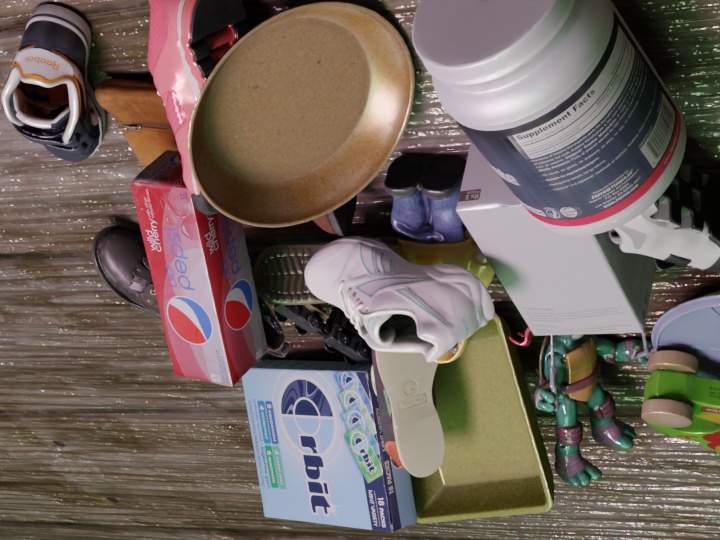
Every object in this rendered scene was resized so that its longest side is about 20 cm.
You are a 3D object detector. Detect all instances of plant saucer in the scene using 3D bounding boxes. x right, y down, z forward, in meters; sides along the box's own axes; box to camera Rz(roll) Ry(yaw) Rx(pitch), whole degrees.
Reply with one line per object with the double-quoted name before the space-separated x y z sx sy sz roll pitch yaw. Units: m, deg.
"plant saucer" 0.109 0.148 1.630 0.048 0.202 0.199 -18 -178 -43
"plant saucer" -0.051 -0.128 1.271 0.198 0.035 0.202 -19 133 -22

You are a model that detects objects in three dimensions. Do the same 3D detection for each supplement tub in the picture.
"supplement tub" 0.138 -0.133 1.164 0.139 0.141 0.200 -8 142 35

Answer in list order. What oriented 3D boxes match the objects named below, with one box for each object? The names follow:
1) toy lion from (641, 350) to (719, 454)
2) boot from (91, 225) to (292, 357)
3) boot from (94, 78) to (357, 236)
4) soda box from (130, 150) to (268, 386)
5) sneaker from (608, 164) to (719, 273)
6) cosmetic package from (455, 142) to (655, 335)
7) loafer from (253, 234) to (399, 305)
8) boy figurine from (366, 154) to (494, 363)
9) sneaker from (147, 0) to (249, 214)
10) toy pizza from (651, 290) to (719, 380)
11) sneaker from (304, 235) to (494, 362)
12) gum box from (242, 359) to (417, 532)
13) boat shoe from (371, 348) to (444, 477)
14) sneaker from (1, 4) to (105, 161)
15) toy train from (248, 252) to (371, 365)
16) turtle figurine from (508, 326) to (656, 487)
"toy lion" 0.370 0.145 1.538 0.198 0.069 0.192 7 159 11
"boot" -0.161 0.016 1.550 0.200 0.069 0.174 41 160 -11
"boot" -0.116 -0.097 1.411 0.198 0.069 0.189 -2 145 29
"soda box" -0.140 -0.001 1.414 0.069 0.063 0.202 8 124 30
"sneaker" 0.252 -0.041 1.305 0.088 0.075 0.199 -15 151 40
"cosmetic package" 0.171 -0.029 1.377 0.112 0.082 0.200 -2 144 26
"loafer" 0.000 0.000 1.516 0.198 0.077 0.068 5 -172 0
"boy figurine" 0.063 -0.007 1.429 0.123 0.065 0.202 6 127 17
"sneaker" -0.130 -0.145 1.303 0.086 0.073 0.202 27 131 39
"toy pizza" 0.368 0.063 1.477 0.198 0.032 0.201 10 152 5
"sneaker" 0.016 0.024 1.384 0.199 0.080 0.071 14 135 42
"gum box" -0.036 0.183 1.716 0.044 0.172 0.199 -15 -171 -43
"boat shoe" 0.044 0.104 1.600 0.070 0.202 0.063 -12 -164 -14
"sneaker" -0.271 -0.141 1.405 0.078 0.080 0.201 13 151 4
"toy train" -0.063 0.033 1.620 0.199 0.046 0.034 33 144 -28
"turtle figurine" 0.217 0.103 1.553 0.101 0.149 0.202 43 152 50
